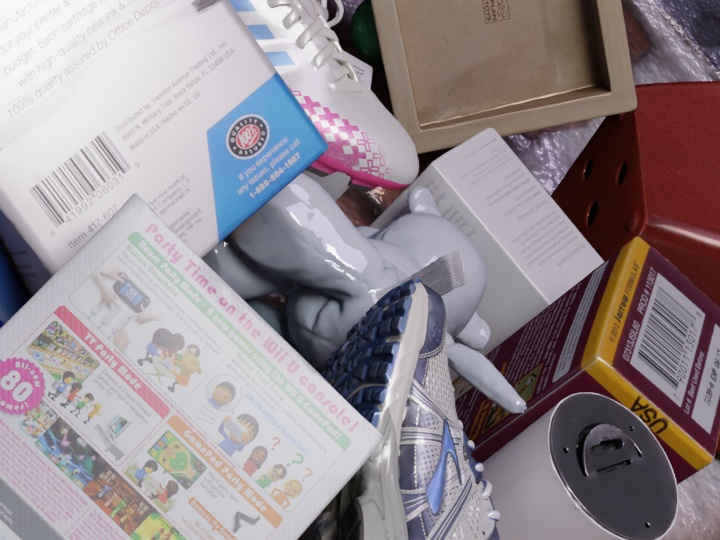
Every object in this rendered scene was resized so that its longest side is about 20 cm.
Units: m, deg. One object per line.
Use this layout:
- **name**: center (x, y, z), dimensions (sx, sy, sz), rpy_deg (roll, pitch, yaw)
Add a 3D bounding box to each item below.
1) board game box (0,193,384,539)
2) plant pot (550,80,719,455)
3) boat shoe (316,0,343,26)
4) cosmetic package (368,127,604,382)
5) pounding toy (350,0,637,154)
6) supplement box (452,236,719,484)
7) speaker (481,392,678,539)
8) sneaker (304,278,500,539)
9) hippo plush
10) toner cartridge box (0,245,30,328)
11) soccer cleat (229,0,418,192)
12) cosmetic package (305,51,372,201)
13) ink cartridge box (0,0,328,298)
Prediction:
- **board game box**: center (-0.111, 0.092, 0.671), dimensions (0.148, 0.064, 0.200), rpy_deg (44, 74, -2)
- **plant pot**: center (0.234, -0.016, 1.128), dimensions (0.175, 0.200, 0.201), rpy_deg (17, 47, -15)
- **boat shoe**: center (-0.046, -0.136, 0.936), dimensions (0.074, 0.086, 0.203), rpy_deg (24, 57, -22)
- **cosmetic package**: center (0.094, 0.027, 1.022), dimensions (0.200, 0.113, 0.081), rpy_deg (51, 40, 4)
- **pounding toy**: center (0.063, -0.189, 1.097), dimensions (0.142, 0.198, 0.186), rpy_deg (-89, 168, -74)
- **supplement box**: center (0.106, 0.089, 0.909), dimensions (0.086, 0.200, 0.111), rpy_deg (40, 40, -9)
- **speaker**: center (0.068, 0.142, 0.831), dimensions (0.081, 0.200, 0.082), rpy_deg (22, 45, -25)
- **sneaker**: center (0.022, 0.100, 0.763), dimensions (0.085, 0.077, 0.201), rpy_deg (26, 56, -25)
- **hippo plush**: center (0.000, 0.000, 0.915), dimensions (0.160, 0.199, 0.161), rpy_deg (66, 31, -10)
- **toner cartridge box**: center (-0.215, -0.037, 0.726), dimensions (0.095, 0.201, 0.043), rpy_deg (30, 65, 26)
- **soccer cleat**: center (-0.044, -0.119, 0.855), dimensions (0.199, 0.087, 0.070), rpy_deg (33, 18, 0)
- **cosmetic package**: center (-0.095, -0.118, 1.008), dimensions (0.199, 0.071, 0.102), rpy_deg (27, 43, -23)
- **ink cartridge box**: center (-0.135, -0.090, 0.760), dimensions (0.146, 0.084, 0.201), rpy_deg (-41, 105, -20)
